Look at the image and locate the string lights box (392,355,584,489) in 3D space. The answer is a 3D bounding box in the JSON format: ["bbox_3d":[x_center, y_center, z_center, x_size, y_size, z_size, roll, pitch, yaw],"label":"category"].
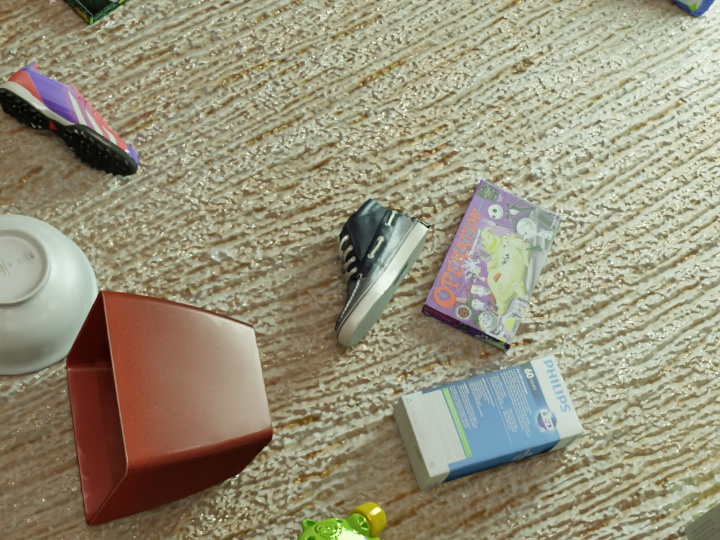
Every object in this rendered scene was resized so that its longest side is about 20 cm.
[{"bbox_3d":[0.150,0.178,1.581,0.199,0.059,0.103,-13,69,-16],"label":"string lights box"}]

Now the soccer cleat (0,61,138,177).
[{"bbox_3d":[-0.349,-0.189,1.655,0.200,0.068,0.073,30,59,7],"label":"soccer cleat"}]

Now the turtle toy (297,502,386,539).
[{"bbox_3d":[-0.009,0.355,1.442,0.146,0.101,0.200,-22,72,-44],"label":"turtle toy"}]

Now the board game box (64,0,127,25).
[{"bbox_3d":[-0.385,-0.420,1.778,0.105,0.023,0.200,-40,78,-23],"label":"board game box"}]

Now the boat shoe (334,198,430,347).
[{"bbox_3d":[0.000,0.000,1.635,0.093,0.075,0.200,29,55,11],"label":"boat shoe"}]

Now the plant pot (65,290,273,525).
[{"bbox_3d":[-0.206,0.148,1.464,0.176,0.200,0.200,-1,65,-25],"label":"plant pot"}]

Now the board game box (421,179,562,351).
[{"bbox_3d":[0.168,-0.009,1.690,0.120,0.032,0.200,23,63,5],"label":"board game box"}]

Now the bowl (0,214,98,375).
[{"bbox_3d":[-0.403,0.012,1.536,0.200,0.090,0.202,4,65,-9],"label":"bowl"}]

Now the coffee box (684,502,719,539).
[{"bbox_3d":[0.517,0.334,1.499,0.197,0.200,0.201,-10,67,-16],"label":"coffee box"}]

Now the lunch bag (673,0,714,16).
[{"bbox_3d":[0.462,-0.481,1.887,0.127,0.170,0.200,-23,73,-20],"label":"lunch bag"}]
